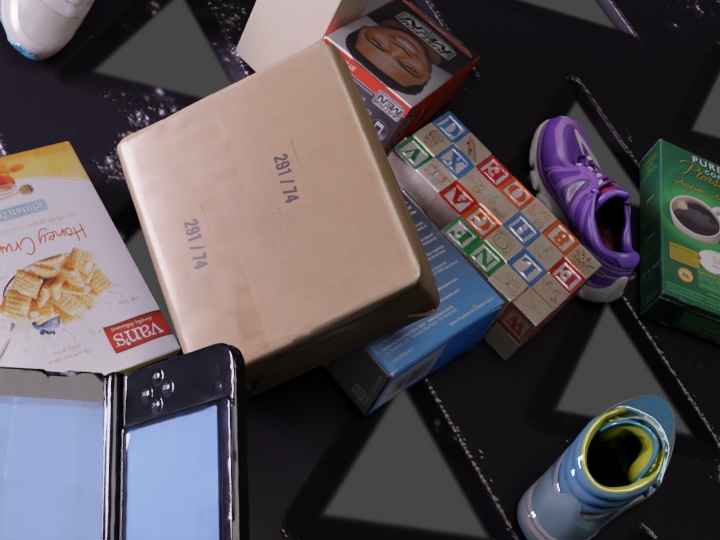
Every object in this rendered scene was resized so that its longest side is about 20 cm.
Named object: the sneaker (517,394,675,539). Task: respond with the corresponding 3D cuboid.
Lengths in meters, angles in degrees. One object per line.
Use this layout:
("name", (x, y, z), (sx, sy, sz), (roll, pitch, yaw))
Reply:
("sneaker", (0.220, 0.141, 1.040), (0.080, 0.131, 0.199), (44, 49, 11))

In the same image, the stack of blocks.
("stack of blocks", (0.103, -0.034, 1.156), (0.200, 0.059, 0.115), (47, 50, 10))

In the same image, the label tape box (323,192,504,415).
("label tape box", (0.000, 0.000, 1.075), (0.143, 0.064, 0.200), (-27, 68, -38))

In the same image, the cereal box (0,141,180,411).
("cereal box", (-0.240, 0.006, 0.966), (0.143, 0.040, 0.201), (-19, 67, -35))

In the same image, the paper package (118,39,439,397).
("paper package", (-0.061, -0.034, 0.964), (0.188, 0.103, 0.202), (-24, 74, 5))

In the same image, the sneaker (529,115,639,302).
("sneaker", (0.222, -0.069, 1.226), (0.079, 0.084, 0.202), (2, 55, -25))

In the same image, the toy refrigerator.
("toy refrigerator", (-0.035, -0.251, 1.149), (0.076, 0.201, 0.070), (42, 49, 9))

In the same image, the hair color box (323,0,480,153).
("hair color box", (0.030, -0.183, 1.190), (0.101, 0.061, 0.200), (39, 32, 3))

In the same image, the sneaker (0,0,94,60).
("sneaker", (-0.239, -0.272, 1.101), (0.076, 0.080, 0.202), (32, 77, -30))

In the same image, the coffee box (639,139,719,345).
("coffee box", (0.334, -0.026, 1.277), (0.121, 0.044, 0.202), (19, 51, -14))

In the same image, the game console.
("game console", (-0.169, 0.149, 0.829), (0.116, 0.174, 0.203), (24, 56, -49))
